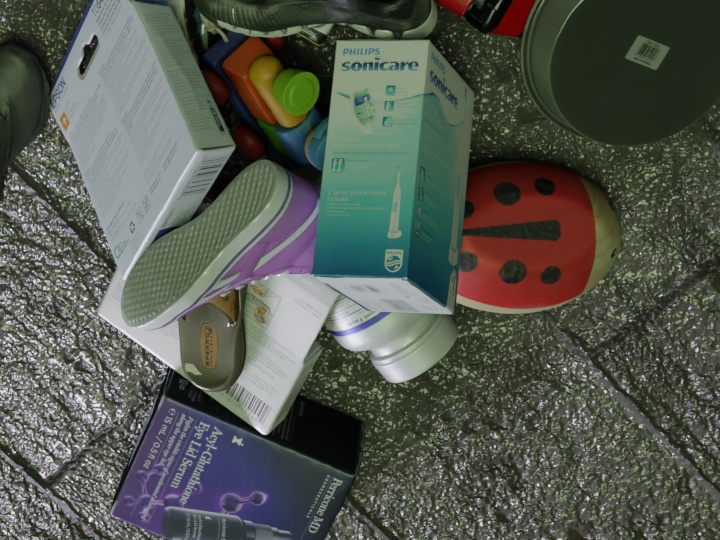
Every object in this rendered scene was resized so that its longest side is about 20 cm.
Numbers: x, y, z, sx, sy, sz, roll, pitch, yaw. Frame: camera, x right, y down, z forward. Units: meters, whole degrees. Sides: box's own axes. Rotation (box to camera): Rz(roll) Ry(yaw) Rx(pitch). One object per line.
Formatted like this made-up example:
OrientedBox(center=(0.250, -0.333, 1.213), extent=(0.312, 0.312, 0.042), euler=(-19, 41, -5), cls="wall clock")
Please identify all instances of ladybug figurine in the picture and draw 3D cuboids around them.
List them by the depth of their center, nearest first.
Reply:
OrientedBox(center=(0.140, -0.031, 1.661), extent=(0.199, 0.072, 0.136), euler=(-6, 87, -12), cls="ladybug figurine")

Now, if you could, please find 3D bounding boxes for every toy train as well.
OrientedBox(center=(-0.080, -0.167, 1.585), extent=(0.085, 0.116, 0.200), euler=(-44, 132, -13), cls="toy train")

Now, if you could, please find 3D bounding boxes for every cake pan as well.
OrientedBox(center=(0.235, -0.189, 1.596), extent=(0.200, 0.037, 0.201), euler=(-8, 125, -11), cls="cake pan")

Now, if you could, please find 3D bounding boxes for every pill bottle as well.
OrientedBox(center=(0.000, 0.000, 1.695), extent=(0.112, 0.112, 0.200), euler=(-32, 109, 17), cls="pill bottle")

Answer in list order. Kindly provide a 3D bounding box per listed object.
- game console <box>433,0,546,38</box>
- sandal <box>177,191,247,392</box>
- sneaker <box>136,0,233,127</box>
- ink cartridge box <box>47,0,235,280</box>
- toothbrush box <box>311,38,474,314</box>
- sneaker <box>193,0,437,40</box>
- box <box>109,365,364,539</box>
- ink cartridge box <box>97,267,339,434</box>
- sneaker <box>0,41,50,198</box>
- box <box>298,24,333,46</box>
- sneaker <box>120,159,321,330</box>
OrientedBox(center=(0.131, -0.307, 1.566), extent=(0.119, 0.172, 0.200), euler=(46, 118, 30), cls="game console")
OrientedBox(center=(-0.143, 0.021, 1.657), extent=(0.082, 0.055, 0.201), euler=(12, 116, 22), cls="sandal")
OrientedBox(center=(-0.168, -0.176, 1.661), extent=(0.090, 0.078, 0.201), euler=(8, 116, 23), cls="sneaker")
OrientedBox(center=(-0.191, -0.127, 1.609), extent=(0.041, 0.200, 0.200), euler=(-11, 154, -34), cls="ink cartridge box")
OrientedBox(center=(0.031, -0.075, 1.566), extent=(0.085, 0.146, 0.201), euler=(3, 79, 20), cls="toothbrush box")
OrientedBox(center=(-0.035, -0.230, 1.515), extent=(0.199, 0.067, 0.091), euler=(4, 159, 0), cls="sneaker")
OrientedBox(center=(-0.115, 0.188, 1.795), extent=(0.200, 0.104, 0.148), euler=(22, 114, -6), cls="box")
OrientedBox(center=(-0.123, 0.024, 1.708), extent=(0.200, 0.045, 0.176), euler=(35, 122, 10), cls="ink cartridge box")
OrientedBox(center=(-0.338, -0.108, 1.681), extent=(0.076, 0.091, 0.200), euler=(27, 113, 3), cls="sneaker")
OrientedBox(center=(-0.012, -0.293, 1.593), extent=(0.075, 0.050, 0.200), euler=(31, 112, -9), cls="box")
OrientedBox(center=(-0.102, -0.001, 1.589), extent=(0.200, 0.073, 0.114), euler=(-36, 142, 23), cls="sneaker")
